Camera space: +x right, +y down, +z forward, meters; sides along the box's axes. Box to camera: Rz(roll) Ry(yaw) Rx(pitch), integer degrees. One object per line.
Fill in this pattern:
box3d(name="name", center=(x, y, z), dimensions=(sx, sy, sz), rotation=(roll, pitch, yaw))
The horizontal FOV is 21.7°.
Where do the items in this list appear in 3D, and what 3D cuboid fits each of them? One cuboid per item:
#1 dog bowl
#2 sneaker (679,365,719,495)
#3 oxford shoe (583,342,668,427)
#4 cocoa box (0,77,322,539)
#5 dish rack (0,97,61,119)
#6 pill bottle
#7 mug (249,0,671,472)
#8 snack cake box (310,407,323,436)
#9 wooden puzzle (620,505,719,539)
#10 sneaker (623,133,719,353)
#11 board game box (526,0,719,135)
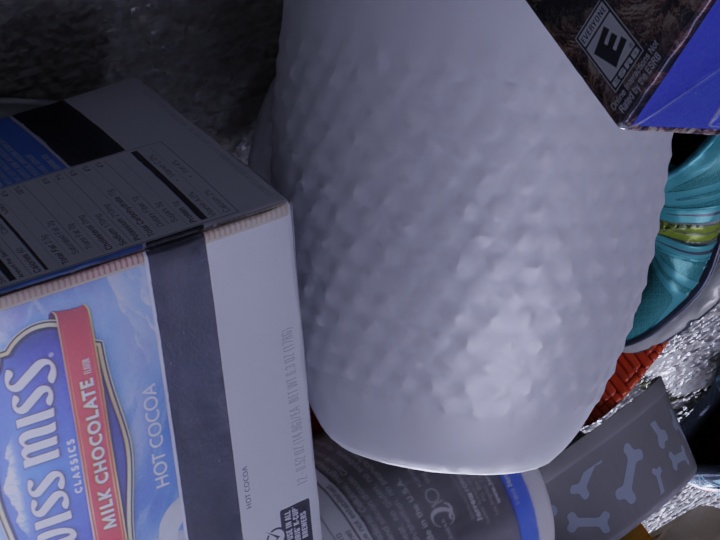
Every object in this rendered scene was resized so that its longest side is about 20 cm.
box3d(name="dog bowl", center=(0.108, 0.140, 1.086), dimensions=(0.199, 0.059, 0.200), rotation=(-34, 174, -4))
box3d(name="sneaker", center=(0.271, 0.081, 1.184), dimensions=(0.095, 0.080, 0.200), rotation=(10, 132, -42))
box3d(name="oxford shoe", center=(0.092, 0.068, 1.058), dimensions=(0.199, 0.072, 0.072), rotation=(-36, 174, 12))
box3d(name="cocoa box", center=(-0.102, 0.056, 0.690), dimensions=(0.130, 0.133, 0.202), rotation=(-19, 122, -25))
box3d(name="dish rack", center=(-0.201, 0.013, 0.755), dimensions=(0.170, 0.044, 0.201), rotation=(-1, 139, -37))
box3d(name="pill bottle", center=(-0.019, 0.137, 0.851), dimensions=(0.199, 0.114, 0.114), rotation=(-25, 151, -30))
box3d(name="mug", center=(0.022, -0.027, 0.718), dimensions=(0.147, 0.199, 0.178), rotation=(-2, 102, -40))
box3d(name="snack cake box", center=(0.000, 0.000, 0.868), dimensions=(0.199, 0.068, 0.115), rotation=(-37, 149, 15))
box3d(name="wooden puzzle", center=(0.094, 0.202, 1.047), dimensions=(0.199, 0.037, 0.185), rotation=(-34, 179, 40))
box3d(name="sneaker", center=(0.159, -0.043, 0.945), dimensions=(0.079, 0.078, 0.201), rotation=(10, 129, -21))
box3d(name="board game box", center=(0.102, -0.166, 0.570), dimensions=(0.096, 0.201, 0.160), rotation=(0, 135, -37))
